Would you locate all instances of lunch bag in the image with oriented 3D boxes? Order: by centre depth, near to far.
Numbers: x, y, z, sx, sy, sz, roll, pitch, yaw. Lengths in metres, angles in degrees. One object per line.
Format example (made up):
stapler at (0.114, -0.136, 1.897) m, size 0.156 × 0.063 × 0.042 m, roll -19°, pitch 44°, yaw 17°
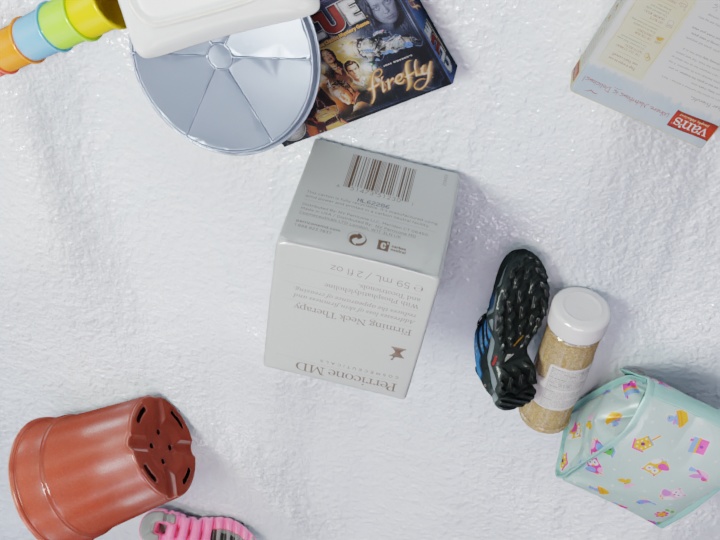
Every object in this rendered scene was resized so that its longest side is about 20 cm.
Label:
lunch bag at (0.359, 0.204, 1.253) m, size 0.170 × 0.122 × 0.200 m, roll 25°, pitch 140°, yaw -9°

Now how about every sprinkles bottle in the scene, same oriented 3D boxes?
sprinkles bottle at (0.239, 0.110, 1.228) m, size 0.068 × 0.068 × 0.200 m, roll 11°, pitch 135°, yaw 4°

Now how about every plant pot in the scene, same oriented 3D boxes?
plant pot at (-0.353, 0.276, 1.471) m, size 0.195 × 0.201 × 0.201 m, roll -21°, pitch 125°, yaw 21°

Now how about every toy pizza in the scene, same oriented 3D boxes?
toy pizza at (-0.128, -0.208, 0.989) m, size 0.200 × 0.032 × 0.201 m, roll 8°, pitch 117°, yaw 17°

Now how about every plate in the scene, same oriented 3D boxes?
plate at (-0.155, -0.300, 0.916) m, size 0.200 × 0.032 × 0.200 m, roll -9°, pitch 112°, yaw 24°

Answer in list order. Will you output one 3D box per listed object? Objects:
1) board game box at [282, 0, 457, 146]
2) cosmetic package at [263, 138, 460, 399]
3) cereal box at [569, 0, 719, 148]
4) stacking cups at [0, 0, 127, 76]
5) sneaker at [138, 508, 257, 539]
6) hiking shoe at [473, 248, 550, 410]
board game box at (-0.026, -0.210, 1.010) m, size 0.200 × 0.035 × 0.136 m, roll -17°, pitch 126°, yaw 28°
cosmetic package at (0.000, 0.000, 1.115) m, size 0.167 × 0.167 × 0.200 m, roll 13°, pitch 136°, yaw 2°
cereal box at (0.296, -0.214, 0.918) m, size 0.144 × 0.040 × 0.200 m, roll 23°, pitch 135°, yaw -7°
stacking cups at (-0.318, -0.238, 1.050) m, size 0.200 × 0.061 × 0.061 m, roll -16°, pitch 128°, yaw 32°
sneaker at (-0.259, 0.438, 1.689) m, size 0.199 × 0.079 × 0.095 m, roll 17°, pitch 157°, yaw -1°
hiking shoe at (0.161, 0.062, 1.197) m, size 0.074 × 0.087 × 0.201 m, roll -8°, pitch 117°, yaw -25°
